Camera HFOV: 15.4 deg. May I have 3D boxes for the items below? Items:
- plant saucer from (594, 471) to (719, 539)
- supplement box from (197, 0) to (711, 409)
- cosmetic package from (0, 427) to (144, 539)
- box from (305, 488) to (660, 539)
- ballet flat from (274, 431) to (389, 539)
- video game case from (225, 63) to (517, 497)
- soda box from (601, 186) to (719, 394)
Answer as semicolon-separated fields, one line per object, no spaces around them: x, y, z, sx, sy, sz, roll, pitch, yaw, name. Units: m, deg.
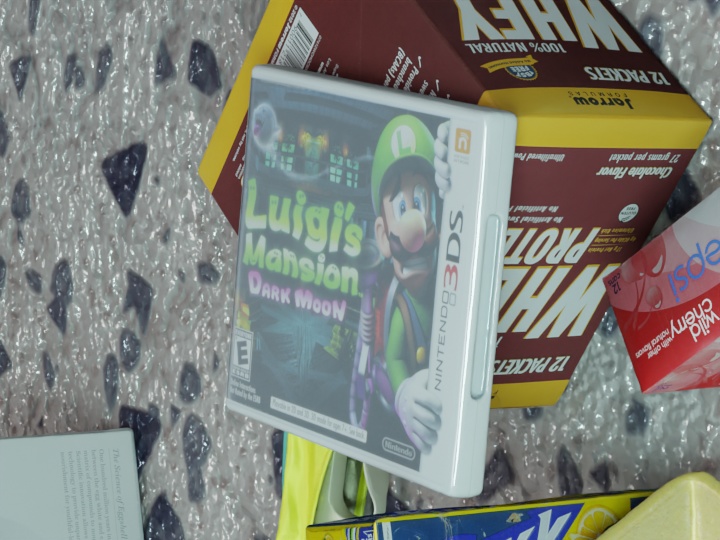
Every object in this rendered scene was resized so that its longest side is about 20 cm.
0.151;0.208;1.194;0.200;0.200;0.049;36;152;38;plant saucer
0.042;-0.063;1.382;0.200;0.132;0.198;56;133;38;supplement box
-0.252;0.213;1.755;0.123;0.199;0.200;-16;77;57;cosmetic package
0.074;0.146;1.283;0.064;0.199;0.070;-13;81;55;box
-0.017;0.150;1.541;0.067;0.067;0.201;13;100;33;ballet flat
0.000;0.000;1.307;0.200;0.023;0.183;17;104;53;video game case
0.199;-0.014;1.211;0.200;0.070;0.064;-43;58;47;soda box
